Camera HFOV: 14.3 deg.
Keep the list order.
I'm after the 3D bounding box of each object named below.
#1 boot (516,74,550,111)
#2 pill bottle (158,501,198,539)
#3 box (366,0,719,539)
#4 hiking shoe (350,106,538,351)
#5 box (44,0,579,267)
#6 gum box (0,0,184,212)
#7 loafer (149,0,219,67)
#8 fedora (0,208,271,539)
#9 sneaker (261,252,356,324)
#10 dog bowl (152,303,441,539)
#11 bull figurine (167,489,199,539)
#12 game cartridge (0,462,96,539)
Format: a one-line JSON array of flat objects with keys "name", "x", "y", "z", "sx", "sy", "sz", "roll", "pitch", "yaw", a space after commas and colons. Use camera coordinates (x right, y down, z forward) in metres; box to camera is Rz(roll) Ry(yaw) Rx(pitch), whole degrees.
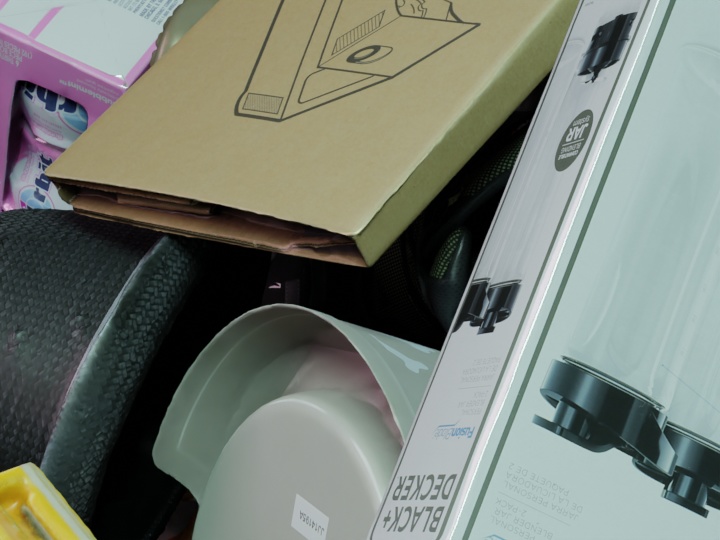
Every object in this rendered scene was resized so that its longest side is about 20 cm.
[{"name": "boot", "x": 0.110, "y": -0.116, "z": 1.021, "sx": 0.200, "sy": 0.069, "sz": 0.175, "roll": -177, "pitch": 106, "yaw": -74}, {"name": "pill bottle", "x": -0.099, "y": 0.041, "z": 1.280, "sx": 0.114, "sy": 0.113, "sz": 0.201, "roll": -43, "pitch": 28, "yaw": 47}, {"name": "box", "x": 0.092, "y": 0.012, "z": 0.803, "sx": 0.060, "sy": 0.116, "sz": 0.201, "roll": -10, "pitch": 57, "yaw": 67}, {"name": "hiking shoe", "x": 0.042, "y": -0.009, "z": 0.983, "sx": 0.101, "sy": 0.076, "sz": 0.200, "roll": -43, "pitch": 2, "yaw": -39}, {"name": "box", "x": 0.009, "y": -0.082, "z": 0.960, "sx": 0.163, "sy": 0.021, "sz": 0.200, "roll": 10, "pitch": 50, "yaw": 49}, {"name": "gum box", "x": -0.075, "y": -0.102, "z": 1.137, "sx": 0.200, "sy": 0.066, "sz": 0.114, "roll": -55, "pitch": -17, "yaw": -35}, {"name": "loafer", "x": -0.008, "y": -0.102, "z": 1.101, "sx": 0.200, "sy": 0.067, "sz": 0.076, "roll": -49, "pitch": -18, "yaw": -39}, {"name": "fedora", "x": -0.105, "y": 0.032, "z": 1.026, "sx": 0.201, "sy": 0.091, "sz": 0.201, "roll": 23, "pitch": -90, "yaw": -82}, {"name": "sneaker", "x": 0.000, "y": 0.000, "z": 1.130, "sx": 0.200, "sy": 0.088, "sz": 0.076, "roll": -42, "pitch": 5, "yaw": 38}, {"name": "dog bowl", "x": -0.005, "y": 0.112, "z": 0.922, "sx": 0.200, "sy": 0.058, "sz": 0.201, "roll": -7, "pitch": 82, "yaw": 58}, {"name": "bull figurine", "x": -0.079, "y": 0.158, "z": 1.149, "sx": 0.200, "sy": 0.065, "sz": 0.122, "roll": -51, "pitch": 27, "yaw": 41}, {"name": "game cartridge", "x": -0.085, "y": 0.187, "z": 0.932, "sx": 0.176, "sy": 0.032, "sz": 0.200, "roll": 48, "pitch": 140, "yaw": 25}]
